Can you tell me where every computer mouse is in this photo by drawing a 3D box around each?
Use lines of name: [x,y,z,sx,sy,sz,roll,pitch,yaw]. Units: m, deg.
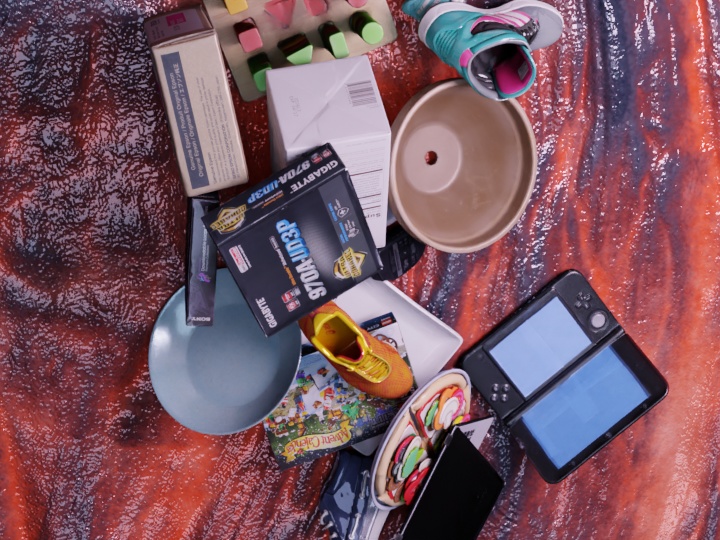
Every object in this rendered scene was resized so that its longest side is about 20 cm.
computer mouse: [0.000,0.000,1.648,0.199,0.034,0.059,-31,132,-26]

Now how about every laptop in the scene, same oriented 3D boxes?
laptop: [0.130,0.299,1.704,0.115,0.199,0.189,32,104,24]

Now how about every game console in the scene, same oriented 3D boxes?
game console: [0.255,0.132,1.725,0.199,0.119,0.173,-39,111,4]

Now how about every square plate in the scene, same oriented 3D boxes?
square plate: [-0.004,0.105,1.717,0.197,0.028,0.201,36,99,-20]

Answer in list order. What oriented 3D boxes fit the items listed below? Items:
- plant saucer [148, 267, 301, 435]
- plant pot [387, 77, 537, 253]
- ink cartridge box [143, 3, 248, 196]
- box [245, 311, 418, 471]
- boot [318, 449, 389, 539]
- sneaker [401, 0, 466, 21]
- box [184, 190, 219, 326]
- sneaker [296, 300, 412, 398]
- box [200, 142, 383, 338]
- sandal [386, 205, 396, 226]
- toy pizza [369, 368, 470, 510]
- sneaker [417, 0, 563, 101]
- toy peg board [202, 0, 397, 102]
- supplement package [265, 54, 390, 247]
plant saucer: [-0.158,0.099,1.640,0.198,0.039,0.204,-5,74,17]
plant pot: [0.103,-0.127,1.610,0.198,0.092,0.204,-5,102,-26]
ink cartridge box: [-0.182,-0.190,1.493,0.074,0.200,0.167,-14,110,-6]
box: [-0.030,0.150,1.693,0.198,0.038,0.138,-20,111,-3]
boot: [-0.022,0.333,1.775,0.089,0.073,0.202,19,95,-11]
sneaker: [0.092,-0.379,1.549,0.078,0.078,0.203,7,107,-3]
box: [-0.180,-0.038,1.544,0.036,0.200,0.145,2,109,-7]
sneaker: [-0.005,0.104,1.611,0.073,0.077,0.199,-48,127,6]
box: [-0.069,-0.029,1.475,0.158,0.046,0.201,-30,146,-6]
sandal: [-0.036,-0.039,1.640,0.204,0.080,0.060,-20,148,-18]
toy pizza: [0.083,0.216,1.702,0.200,0.032,0.202,-39,146,-33]
sneaker: [0.174,-0.251,1.550,0.198,0.121,0.084,-9,137,-31]
toy peg board: [-0.073,-0.309,1.528,0.198,0.098,0.201,-23,111,-2]
supplement package: [-0.037,-0.123,1.538,0.118,0.122,0.201,-10,145,-8]
